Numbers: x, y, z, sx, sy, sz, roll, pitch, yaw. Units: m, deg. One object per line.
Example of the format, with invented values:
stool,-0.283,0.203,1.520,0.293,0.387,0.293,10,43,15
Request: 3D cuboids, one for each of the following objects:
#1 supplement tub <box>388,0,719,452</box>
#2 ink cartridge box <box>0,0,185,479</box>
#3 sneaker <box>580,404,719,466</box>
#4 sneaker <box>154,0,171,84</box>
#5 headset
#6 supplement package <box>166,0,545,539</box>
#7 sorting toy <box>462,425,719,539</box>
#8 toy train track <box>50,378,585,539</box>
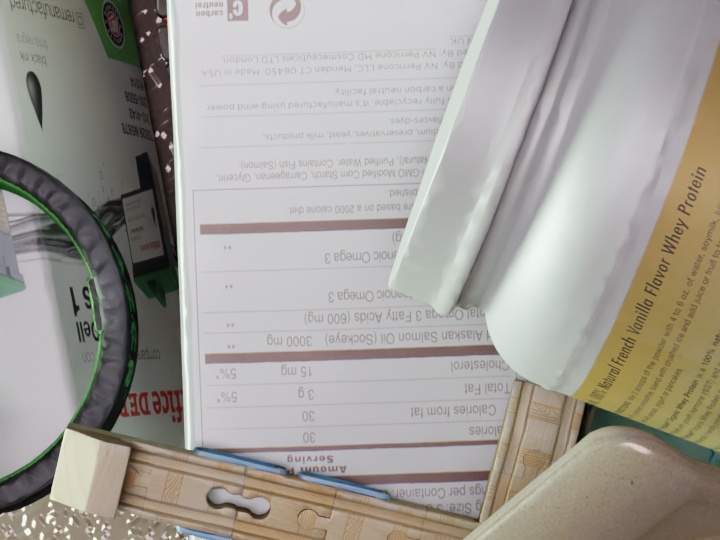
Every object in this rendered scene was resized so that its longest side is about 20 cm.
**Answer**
supplement tub,0.121,-0.017,0.786,0.200,0.144,0.145,20,95,-1
ink cartridge box,-0.129,-0.017,1.011,0.084,0.146,0.200,-13,87,15
sneaker,0.158,0.018,0.962,0.200,0.082,0.074,-34,80,13
sneaker,-0.024,-0.133,1.021,0.087,0.074,0.201,3,90,14
headset,-0.172,0.029,0.923,0.200,0.094,0.124,-10,83,1
supplement package,0.000,0.000,0.914,0.117,0.117,0.200,-2,97,0
sorting toy,0.084,0.133,0.841,0.185,0.200,0.037,-42,47,25
toy train track,0.004,0.083,0.847,0.200,0.033,0.115,14,98,-3
